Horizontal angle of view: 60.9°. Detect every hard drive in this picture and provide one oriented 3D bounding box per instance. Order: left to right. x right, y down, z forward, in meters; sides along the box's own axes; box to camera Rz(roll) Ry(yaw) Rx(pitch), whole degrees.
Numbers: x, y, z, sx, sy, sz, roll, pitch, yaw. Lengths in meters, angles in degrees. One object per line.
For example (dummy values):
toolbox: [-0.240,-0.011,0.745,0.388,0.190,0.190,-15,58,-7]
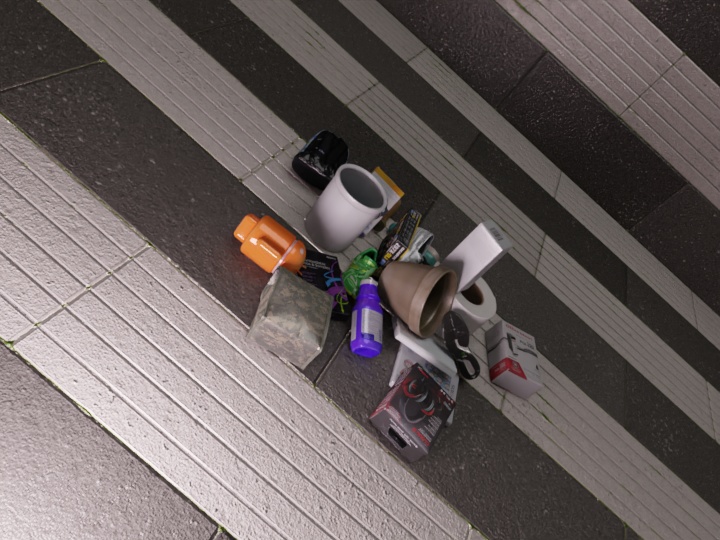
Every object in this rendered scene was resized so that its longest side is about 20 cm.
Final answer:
hard drive: [0.175,0.205,1.693,0.199,0.026,0.132,35,15,-13]

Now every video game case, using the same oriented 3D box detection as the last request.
video game case: [0.176,0.295,1.647,0.199,0.024,0.183,36,37,-10]

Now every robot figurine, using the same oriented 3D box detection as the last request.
robot figurine: [-0.220,-0.059,1.544,0.199,0.144,0.117,38,58,-5]

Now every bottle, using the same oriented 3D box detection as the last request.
bottle: [0.018,0.121,1.600,0.083,0.065,0.202,22,55,-32]

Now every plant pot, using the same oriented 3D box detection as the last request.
plant pot: [0.147,0.057,1.694,0.172,0.202,0.199,27,28,29]

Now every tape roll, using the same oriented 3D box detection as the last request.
tape roll: [0.291,0.098,1.851,0.201,0.139,0.204,26,39,-23]

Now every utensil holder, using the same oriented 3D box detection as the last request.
utensil holder: [-0.045,-0.173,1.751,0.169,0.200,0.171,24,41,-22]

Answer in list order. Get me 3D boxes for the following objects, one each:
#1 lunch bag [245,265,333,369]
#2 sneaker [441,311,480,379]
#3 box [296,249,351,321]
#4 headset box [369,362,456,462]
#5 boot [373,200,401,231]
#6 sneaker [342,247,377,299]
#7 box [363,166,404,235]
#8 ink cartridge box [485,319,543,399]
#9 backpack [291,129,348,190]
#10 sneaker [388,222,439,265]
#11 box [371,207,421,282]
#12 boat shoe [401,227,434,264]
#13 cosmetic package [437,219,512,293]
lunch bag: [-0.158,0.100,1.446,0.163,0.118,0.201,31,43,-15]
sneaker: [0.276,0.207,1.755,0.115,0.075,0.203,-107,176,-84]
box: [-0.107,0.034,1.627,0.142,0.036,0.202,13,45,-35]
headset box: [0.126,0.348,1.485,0.149,0.075,0.200,46,45,0]
boot: [0.041,-0.229,2.008,0.175,0.066,0.201,46,35,-11]
sneaker: [0.000,0.000,1.720,0.074,0.084,0.201,34,38,-12]
box: [0.025,-0.206,1.888,0.119,0.200,0.041,44,1,-10]
ink cartridge box: [0.474,0.273,1.899,0.146,0.083,0.201,27,40,-20]
backpack: [-0.117,-0.352,1.925,0.162,0.154,0.201,31,59,-12]
sneaker: [0.154,-0.075,1.949,0.199,0.072,0.080,40,66,21]
box: [0.103,-0.078,1.830,0.049,0.160,0.201,37,36,-9]
boat shoe: [0.162,-0.041,1.863,0.068,0.072,0.201,20,58,26]
cosmetic package: [0.321,-0.038,1.728,0.074,0.200,0.102,-16,65,-49]
